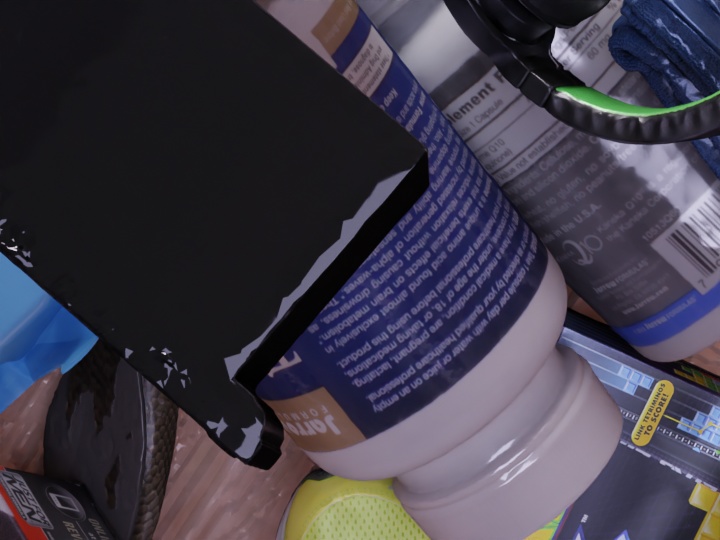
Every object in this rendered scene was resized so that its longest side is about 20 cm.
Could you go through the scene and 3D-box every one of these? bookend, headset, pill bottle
[{"bbox_3d":[-0.041,-0.082,0.697,0.199,0.092,0.200,40,87,5],"label":"bookend"},{"bbox_3d":[0.074,-0.128,0.767,0.200,0.094,0.124,46,116,18],"label":"headset"},{"bbox_3d":[0.075,-0.071,0.873,0.200,0.114,0.114,43,96,-10],"label":"pill bottle"},{"bbox_3d":[0.000,0.000,0.821,0.111,0.111,0.200,-38,107,5],"label":"pill bottle"}]

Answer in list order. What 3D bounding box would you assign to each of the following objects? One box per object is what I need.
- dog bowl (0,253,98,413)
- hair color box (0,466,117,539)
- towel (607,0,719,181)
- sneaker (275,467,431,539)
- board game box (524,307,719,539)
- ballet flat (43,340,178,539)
[{"bbox_3d":[-0.160,0.012,0.882,0.200,0.050,0.112,-42,89,22],"label":"dog bowl"},{"bbox_3d":[-0.159,0.178,0.889,0.200,0.102,0.061,-49,144,15],"label":"hair color box"},{"bbox_3d":[0.175,-0.108,0.846,0.112,0.049,0.200,48,56,-9],"label":"towel"},{"bbox_3d":[0.017,0.167,0.876,0.078,0.090,0.200,-13,101,2],"label":"sneaker"},{"bbox_3d":[0.065,0.117,0.941,0.165,0.057,0.200,23,99,-9],"label":"board game box"},{"bbox_3d":[-0.084,0.027,0.917,0.046,0.067,0.200,-5,105,-45],"label":"ballet flat"}]
